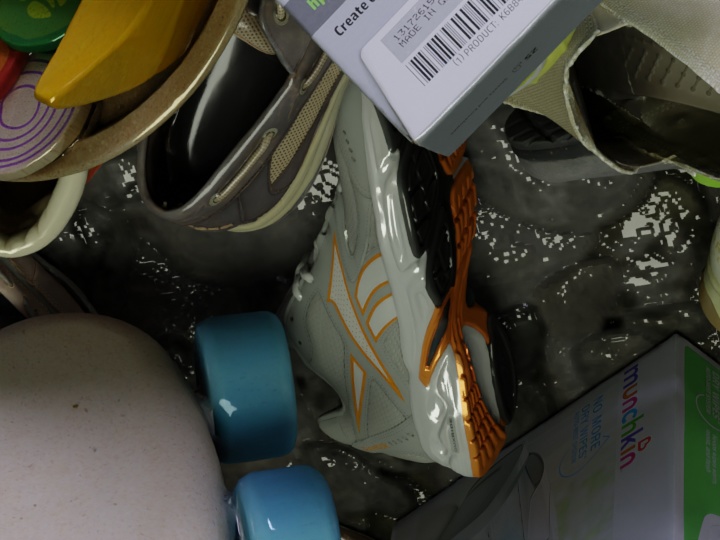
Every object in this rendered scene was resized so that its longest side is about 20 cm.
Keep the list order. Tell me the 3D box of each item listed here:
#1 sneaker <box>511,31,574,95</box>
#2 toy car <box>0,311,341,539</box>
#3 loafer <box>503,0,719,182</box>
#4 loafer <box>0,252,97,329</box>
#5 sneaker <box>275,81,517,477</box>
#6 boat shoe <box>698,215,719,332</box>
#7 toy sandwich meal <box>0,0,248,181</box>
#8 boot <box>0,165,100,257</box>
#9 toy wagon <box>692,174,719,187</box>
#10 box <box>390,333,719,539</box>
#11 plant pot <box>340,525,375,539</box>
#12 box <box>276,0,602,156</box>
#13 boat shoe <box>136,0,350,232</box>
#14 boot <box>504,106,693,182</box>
[{"bbox_3d":[0.030,-0.155,0.803,0.105,0.076,0.200,-32,72,11],"label":"sneaker"},{"bbox_3d":[-0.111,0.138,0.994,0.184,0.177,0.200,-8,132,-10],"label":"toy car"},{"bbox_3d":[0.082,-0.076,0.822,0.200,0.068,0.076,14,136,40],"label":"loafer"},{"bbox_3d":[-0.168,0.011,1.024,0.072,0.063,0.200,-17,122,20],"label":"loafer"},{"bbox_3d":[0.000,0.000,0.991,0.092,0.076,0.200,1,121,23],"label":"sneaker"},{"bbox_3d":[0.239,0.009,0.964,0.201,0.073,0.063,14,131,6],"label":"boat shoe"},{"bbox_3d":[-0.116,-0.132,0.843,0.205,0.205,0.070,-27,158,24],"label":"toy sandwich meal"},{"bbox_3d":[-0.100,-0.095,0.913,0.075,0.107,0.200,22,123,-4],"label":"boot"},{"bbox_3d":[0.138,-0.106,0.914,0.200,0.040,0.155,-8,124,14],"label":"toy wagon"},{"bbox_3d":[0.097,0.157,1.009,0.097,0.200,0.176,41,122,-20],"label":"box"},{"bbox_3d":[-0.052,0.247,1.097,0.200,0.198,0.200,3,125,5],"label":"plant pot"},{"bbox_3d":[0.010,-0.159,0.743,0.156,0.041,0.200,-46,75,10],"label":"box"},{"bbox_3d":[-0.029,-0.100,0.891,0.074,0.073,0.200,24,110,18],"label":"boat shoe"},{"bbox_3d":[0.162,-0.024,0.897,0.200,0.070,0.132,-9,120,16],"label":"boot"}]
